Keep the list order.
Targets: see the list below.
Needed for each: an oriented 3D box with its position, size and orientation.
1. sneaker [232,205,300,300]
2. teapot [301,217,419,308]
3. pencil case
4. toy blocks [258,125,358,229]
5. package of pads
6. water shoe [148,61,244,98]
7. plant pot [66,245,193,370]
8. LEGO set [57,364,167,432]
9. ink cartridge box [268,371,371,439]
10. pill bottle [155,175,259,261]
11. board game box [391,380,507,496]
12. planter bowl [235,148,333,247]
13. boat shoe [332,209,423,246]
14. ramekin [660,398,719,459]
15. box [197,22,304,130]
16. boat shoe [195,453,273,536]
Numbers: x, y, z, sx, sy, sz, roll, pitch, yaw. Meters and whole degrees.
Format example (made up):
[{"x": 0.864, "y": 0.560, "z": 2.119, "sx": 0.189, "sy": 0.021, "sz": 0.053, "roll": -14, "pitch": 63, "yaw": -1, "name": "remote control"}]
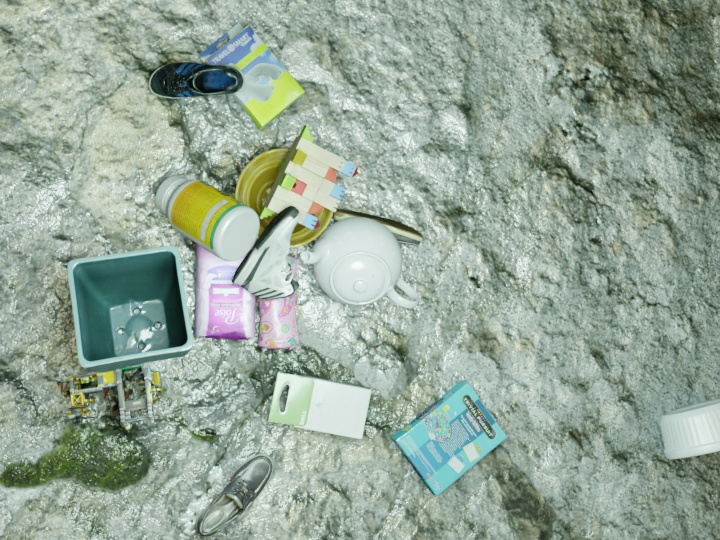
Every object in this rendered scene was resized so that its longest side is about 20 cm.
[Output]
[{"x": -0.149, "y": -0.025, "z": 1.549, "sx": 0.115, "sy": 0.076, "sz": 0.201, "roll": 34, "pitch": 113, "yaw": -14, "name": "sneaker"}, {"x": 0.000, "y": 0.000, "z": 1.612, "sx": 0.200, "sy": 0.146, "sz": 0.198, "roll": -15, "pitch": 120, "yaw": 2, "name": "teapot"}, {"x": -0.166, "y": 0.060, "z": 1.634, "sx": 0.087, "sy": 0.087, "sz": 0.200, "roll": 2, "pitch": 85, "yaw": -13, "name": "pencil case"}, {"x": -0.094, "y": -0.164, "z": 1.578, "sx": 0.137, "sy": 0.100, "sz": 0.200, "roll": 25, "pitch": 93, "yaw": -20, "name": "toy blocks"}, {"x": -0.271, "y": 0.039, "z": 1.616, "sx": 0.120, "sy": 0.076, "sz": 0.200, "roll": 1, "pitch": 87, "yaw": -10, "name": "package of pads"}, {"x": -0.332, "y": -0.380, "z": 1.594, "sx": 0.200, "sy": 0.079, "sz": 0.072, "roll": -3, "pitch": 103, "yaw": 8, "name": "water shoe"}, {"x": -0.421, "y": 0.087, "z": 1.508, "sx": 0.196, "sy": 0.200, "sz": 0.197, "roll": -9, "pitch": 75, "yaw": -12, "name": "plant pot"}, {"x": -0.463, "y": 0.255, "z": 1.523, "sx": 0.200, "sy": 0.154, "sz": 0.116, "roll": -6, "pitch": 75, "yaw": -18, "name": "LEGO set"}, {"x": -0.086, "y": 0.275, "z": 1.654, "sx": 0.200, "sy": 0.059, "sz": 0.104, "roll": 13, "pitch": 84, "yaw": -12, "name": "ink cartridge box"}, {"x": -0.301, "y": -0.108, "z": 1.560, "sx": 0.200, "sy": 0.113, "sz": 0.113, "roll": 30, "pitch": 79, "yaw": 29, "name": "pill bottle"}, {"x": 0.190, "y": 0.357, "z": 1.719, "sx": 0.200, "sy": 0.047, "sz": 0.151, "roll": -36, "pitch": 95, "yaw": -12, "name": "board game box"}, {"x": -0.159, "y": -0.143, "z": 1.645, "sx": 0.200, "sy": 0.083, "sz": 0.201, "roll": 1, "pitch": 87, "yaw": -14, "name": "planter bowl"}, {"x": 0.033, "y": -0.079, "z": 1.699, "sx": 0.200, "sy": 0.073, "sz": 0.065, "roll": 15, "pitch": 105, "yaw": -14, "name": "boat shoe"}, {"x": 0.761, "y": 0.346, "z": 1.778, "sx": 0.202, "sy": 0.202, "sz": 0.094, "roll": -12, "pitch": 78, "yaw": -13, "name": "ramekin"}, {"x": -0.226, "y": -0.407, "z": 1.662, "sx": 0.122, "sy": 0.048, "sz": 0.200, "roll": -43, "pitch": 97, "yaw": -12, "name": "box"}, {"x": -0.248, "y": 0.453, "z": 1.606, "sx": 0.200, "sy": 0.065, "sz": 0.072, "roll": -44, "pitch": 95, "yaw": -12, "name": "boat shoe"}]
